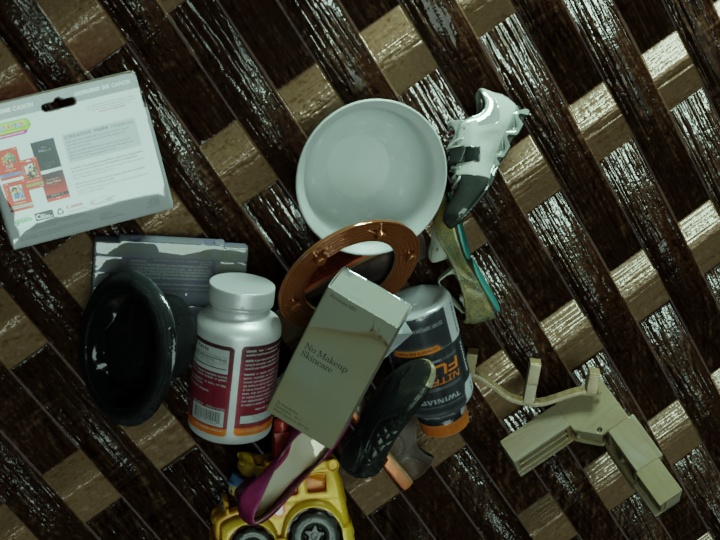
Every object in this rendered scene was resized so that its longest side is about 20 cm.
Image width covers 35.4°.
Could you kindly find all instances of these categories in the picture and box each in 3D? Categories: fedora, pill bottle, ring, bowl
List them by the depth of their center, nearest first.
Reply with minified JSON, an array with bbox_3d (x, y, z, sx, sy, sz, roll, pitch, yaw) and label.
[{"bbox_3d":[-0.267,0.095,1.411,0.091,0.200,0.202,-6,114,-47],"label":"fedora"},{"bbox_3d":[-0.011,0.012,1.444,0.199,0.019,0.201,-21,146,-16],"label":"ring"},{"bbox_3d":[-0.160,0.111,1.449,0.112,0.113,0.202,3,108,-15],"label":"pill bottle"},{"bbox_3d":[0.006,-0.128,1.458,0.199,0.090,0.203,-4,109,-13],"label":"bowl"},{"bbox_3d":[0.096,0.130,1.560,0.105,0.106,0.201,-19,112,-8],"label":"pill bottle"}]

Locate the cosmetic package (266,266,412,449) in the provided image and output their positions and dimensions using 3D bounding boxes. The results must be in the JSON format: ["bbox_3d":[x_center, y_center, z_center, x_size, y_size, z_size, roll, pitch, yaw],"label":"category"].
[{"bbox_3d":[-0.028,0.110,1.406,0.103,0.073,0.201,29,117,6],"label":"cosmetic package"}]

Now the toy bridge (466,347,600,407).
[{"bbox_3d":[0.246,0.160,1.617,0.198,0.027,0.068,9,107,3],"label":"toy bridge"}]

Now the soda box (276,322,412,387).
[{"bbox_3d":[-0.027,0.118,1.497,0.200,0.064,0.068,-44,157,26],"label":"soda box"}]

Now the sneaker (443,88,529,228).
[{"bbox_3d":[0.140,-0.150,1.483,0.088,0.074,0.201,31,70,-8],"label":"sneaker"}]

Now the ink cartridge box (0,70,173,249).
[{"bbox_3d":[-0.346,-0.142,1.364,0.198,0.084,0.177,-15,111,-10],"label":"ink cartridge box"}]

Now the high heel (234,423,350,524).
[{"bbox_3d":[-0.079,0.249,1.459,0.199,0.096,0.068,-35,108,-9],"label":"high heel"}]

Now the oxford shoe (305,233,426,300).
[{"bbox_3d":[0.000,0.000,1.512,0.199,0.071,0.073,-27,118,-5],"label":"oxford shoe"}]

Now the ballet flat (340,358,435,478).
[{"bbox_3d":[0.041,0.197,1.517,0.057,0.067,0.201,16,117,-42],"label":"ballet flat"}]

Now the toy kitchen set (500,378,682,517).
[{"bbox_3d":[0.341,0.302,1.660,0.180,0.201,0.163,-33,154,-2],"label":"toy kitchen set"}]

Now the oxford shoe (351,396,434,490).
[{"bbox_3d":[0.033,0.217,1.595,0.073,0.071,0.201,-37,116,-6],"label":"oxford shoe"}]

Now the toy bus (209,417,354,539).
[{"bbox_3d":[-0.117,0.298,1.556,0.198,0.136,0.194,-8,97,-9],"label":"toy bus"}]

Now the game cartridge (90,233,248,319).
[{"bbox_3d":[-0.250,0.019,1.472,0.198,0.038,0.131,3,103,-15],"label":"game cartridge"}]

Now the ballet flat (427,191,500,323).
[{"bbox_3d":[0.129,-0.011,1.547,0.070,0.071,0.201,-27,113,-4],"label":"ballet flat"}]
